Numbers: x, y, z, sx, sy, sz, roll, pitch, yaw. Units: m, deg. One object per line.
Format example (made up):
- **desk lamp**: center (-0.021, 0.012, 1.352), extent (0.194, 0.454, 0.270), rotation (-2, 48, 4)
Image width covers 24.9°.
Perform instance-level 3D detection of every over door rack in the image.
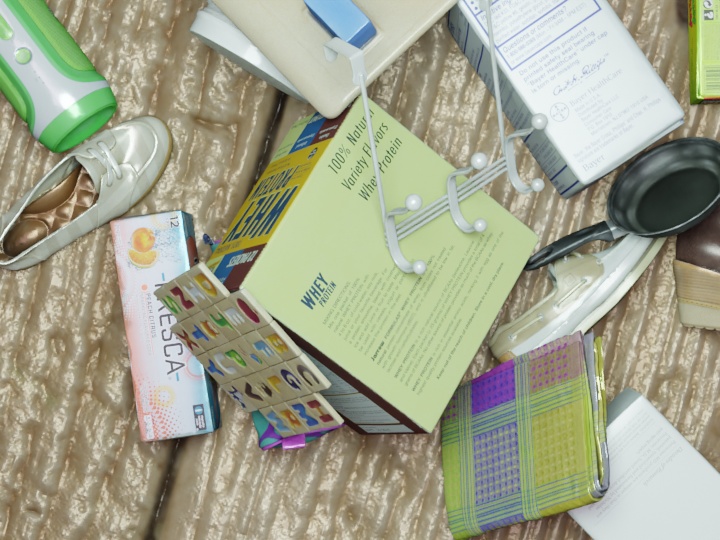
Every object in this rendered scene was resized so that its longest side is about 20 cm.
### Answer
- **over door rack**: center (0.067, -0.113, 1.257), extent (0.148, 0.067, 0.200), rotation (-33, 122, -27)

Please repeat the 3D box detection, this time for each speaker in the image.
- **speaker**: center (-0.304, -0.205, 1.454), extent (0.088, 0.088, 0.200), rotation (-37, 88, 2)

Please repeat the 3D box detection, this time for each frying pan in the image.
- **frying pan**: center (0.240, -0.043, 1.390), extent (0.190, 0.115, 0.031), rotation (-45, 124, -10)

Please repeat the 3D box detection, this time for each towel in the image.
- **towel**: center (0.137, 0.144, 1.376), extent (0.023, 0.200, 0.144), rotation (13, 63, -33)

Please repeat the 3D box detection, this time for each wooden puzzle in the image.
- **wooden puzzle**: center (-0.016, -0.251, 1.301), extent (0.200, 0.046, 0.185), rotation (-45, 73, 4)

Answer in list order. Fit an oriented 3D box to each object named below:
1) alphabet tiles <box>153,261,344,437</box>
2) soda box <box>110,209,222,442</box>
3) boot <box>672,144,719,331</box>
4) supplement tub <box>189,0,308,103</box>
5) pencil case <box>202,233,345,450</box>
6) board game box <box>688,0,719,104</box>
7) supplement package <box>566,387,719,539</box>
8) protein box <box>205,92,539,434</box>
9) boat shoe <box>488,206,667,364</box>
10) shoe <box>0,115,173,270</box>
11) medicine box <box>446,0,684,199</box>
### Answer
- **alphabet tiles**: center (-0.093, 0.068, 1.312), extent (0.006, 0.200, 0.167), rotation (-44, 98, -23)
- **soda box**: center (-0.172, 0.048, 1.455), extent (0.068, 0.064, 0.201), rotation (-8, 89, 3)
- **boot**: center (0.376, -0.024, 1.424), extent (0.199, 0.072, 0.167), rotation (6, 91, 6)
- **supplement tub**: center (-0.046, -0.262, 1.413), extent (0.144, 0.145, 0.200), rotation (31, 91, 3)
- **pencil case**: center (-0.073, 0.054, 1.436), extent (0.085, 0.092, 0.201), rotation (-14, 89, 3)
- **board game box**: center (0.342, -0.250, 1.442), extent (0.101, 0.048, 0.201), rotation (-1, 89, 2)
- **supplement package**: center (0.265, 0.213, 1.404), extent (0.117, 0.117, 0.200), rotation (-45, 87, 1)
- **protein box**: center (0.000, 0.000, 1.355), extent (0.200, 0.135, 0.199), rotation (37, 70, -18)
- **boat shoe**: center (0.194, 0.014, 1.431), extent (0.068, 0.075, 0.200), rotation (40, 84, 8)
- **shoe**: center (-0.251, -0.067, 1.465), extent (0.200, 0.053, 0.070), rotation (-39, 88, 2)
- **medicine box**: center (0.166, -0.173, 1.382), extent (0.103, 0.182, 0.200), rotation (-34, 88, 1)
